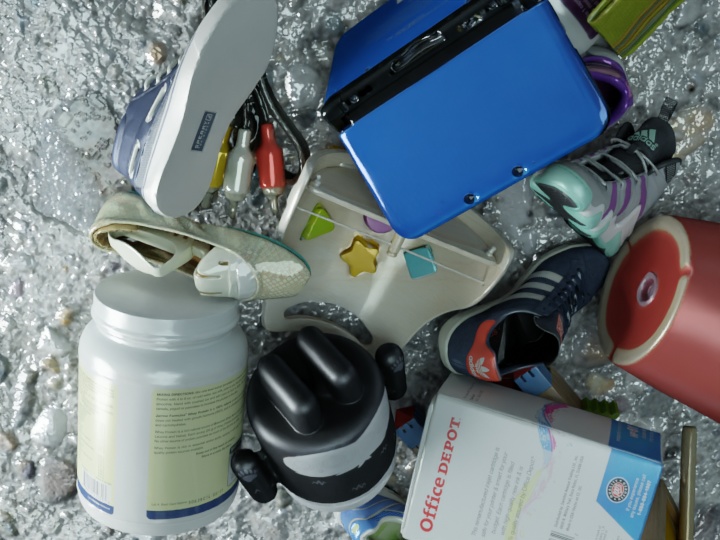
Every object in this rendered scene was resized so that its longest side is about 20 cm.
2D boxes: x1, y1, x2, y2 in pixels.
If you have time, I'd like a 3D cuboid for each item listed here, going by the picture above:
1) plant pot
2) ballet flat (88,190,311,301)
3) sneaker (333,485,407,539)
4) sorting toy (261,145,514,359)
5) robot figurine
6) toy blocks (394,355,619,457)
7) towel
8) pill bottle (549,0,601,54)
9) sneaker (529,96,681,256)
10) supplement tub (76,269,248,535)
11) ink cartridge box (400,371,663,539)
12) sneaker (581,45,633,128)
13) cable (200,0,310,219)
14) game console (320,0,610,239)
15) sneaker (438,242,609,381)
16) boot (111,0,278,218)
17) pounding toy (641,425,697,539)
[{"bbox_3d":[0.327,0.043,0.931,0.177,0.200,0.201,19,106,-15],"label":"plant pot"},{"bbox_3d":[-0.139,-0.008,0.868,0.200,0.062,0.068,19,137,18],"label":"ballet flat"},{"bbox_3d":[0.063,0.280,1.038,0.200,0.077,0.076,23,103,-18],"label":"sneaker"},{"bbox_3d":[0.000,0.000,0.922,0.200,0.107,0.180,21,113,-18],"label":"sorting toy"},{"bbox_3d":[-0.033,0.134,0.921,0.150,0.125,0.200,-4,144,8],"label":"robot figurine"},{"bbox_3d":[0.128,0.145,0.994,0.200,0.100,0.137,-37,102,20],"label":"toy blocks"},{"bbox_3d":[0.230,-0.216,0.831,0.018,0.200,0.086,44,108,12],"label":"towel"},{"bbox_3d":[0.176,-0.250,0.847,0.112,0.112,0.200,41,98,-20],"label":"pill bottle"},{"bbox_3d":[0.225,-0.095,0.888,0.078,0.200,0.140,42,98,19],"label":"sneaker"},{"bbox_3d":[-0.174,0.112,0.902,0.145,0.145,0.200,3,109,-10],"label":"supplement tub"},{"bbox_3d":[0.150,0.190,0.914,0.200,0.085,0.145,16,105,11],"label":"ink cartridge box"},{"bbox_3d":[0.152,-0.129,0.900,0.200,0.088,0.081,-27,113,2],"label":"sneaker"},{"bbox_3d":[-0.092,-0.143,0.869,0.097,0.050,0.200,5,113,11],"label":"cable"},{"bbox_3d":[0.080,-0.153,0.812,0.200,0.171,0.118,-29,124,30],"label":"game console"},{"bbox_3d":[0.170,0.043,0.940,0.200,0.084,0.075,-33,117,-21],"label":"sneaker"},{"bbox_3d":[-0.144,-0.150,0.836,0.073,0.090,0.200,12,111,-50],"label":"boot"},{"bbox_3d":[0.298,0.299,1.036,0.142,0.200,0.184,-19,115,28],"label":"pounding toy"}]
